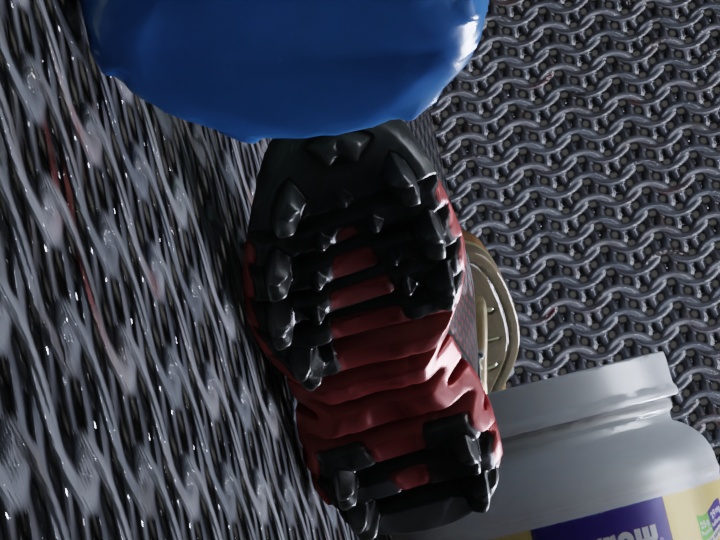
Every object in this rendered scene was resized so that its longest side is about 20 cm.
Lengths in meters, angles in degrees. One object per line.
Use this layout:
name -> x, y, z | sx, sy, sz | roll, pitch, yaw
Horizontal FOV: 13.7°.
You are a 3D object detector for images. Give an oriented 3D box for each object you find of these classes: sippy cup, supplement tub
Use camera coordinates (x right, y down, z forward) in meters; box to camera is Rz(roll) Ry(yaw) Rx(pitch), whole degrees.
sippy cup -> -0.018, -0.109, 0.739 | 0.178, 0.139, 0.131 | 51, 34, -53
supplement tub -> 0.094, 0.146, 1.271 | 0.145, 0.145, 0.201 | 25, 51, -85

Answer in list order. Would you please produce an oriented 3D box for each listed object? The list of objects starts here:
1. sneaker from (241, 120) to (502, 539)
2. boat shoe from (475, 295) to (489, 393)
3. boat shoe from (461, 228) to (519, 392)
sneaker -> 0.000, 0.000, 0.964 | 0.201, 0.071, 0.098 | 75, 4, -53
boat shoe -> 0.052, 0.085, 1.389 | 0.200, 0.076, 0.072 | 72, 5, -51
boat shoe -> 0.037, 0.042, 1.455 | 0.200, 0.072, 0.068 | 86, -9, -47
